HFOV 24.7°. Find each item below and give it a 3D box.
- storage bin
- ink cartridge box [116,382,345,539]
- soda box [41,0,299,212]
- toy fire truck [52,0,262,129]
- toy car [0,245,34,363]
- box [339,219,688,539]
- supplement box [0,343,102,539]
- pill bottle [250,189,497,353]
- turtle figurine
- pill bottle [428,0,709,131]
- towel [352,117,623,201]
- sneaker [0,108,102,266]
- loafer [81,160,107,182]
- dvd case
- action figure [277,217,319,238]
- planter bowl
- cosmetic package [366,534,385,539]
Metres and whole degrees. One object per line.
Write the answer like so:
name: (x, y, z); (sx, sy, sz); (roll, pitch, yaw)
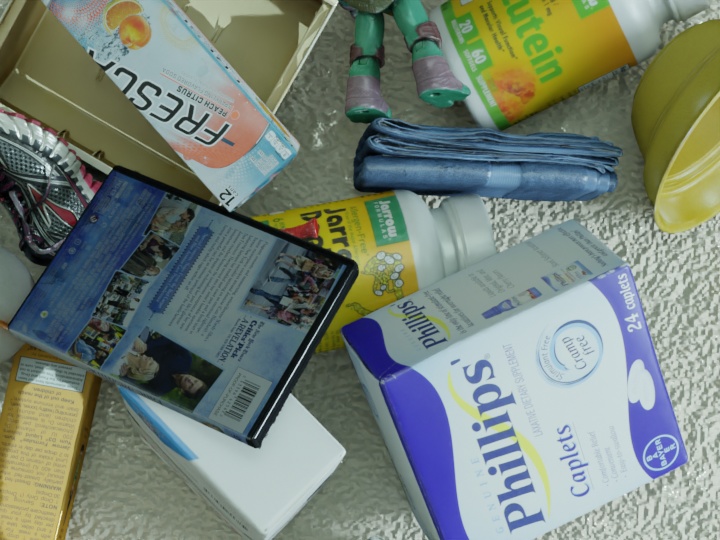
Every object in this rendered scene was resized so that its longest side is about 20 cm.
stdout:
storage bin: (-0.151, -0.160, 1.198); (0.200, 0.094, 0.199); (30, 96, -4)
ink cartridge box: (-0.094, 0.120, 1.189); (0.145, 0.200, 0.084); (45, 77, 6)
soda box: (-0.129, -0.135, 1.119); (0.064, 0.068, 0.200); (-41, 97, 6)
toy fire truck: (-0.145, -0.182, 1.288); (0.200, 0.112, 0.168); (15, 79, -1)
toy car: (-0.298, 0.015, 1.201); (0.200, 0.177, 0.185); (28, 88, 9)
box: (0.114, 0.093, 1.211); (0.200, 0.105, 0.184); (-25, 116, -7)
supplement box: (-0.240, 0.123, 1.247); (0.069, 0.067, 0.200); (9, 78, -1)
pill bottle: (0.000, 0.000, 1.261); (0.200, 0.113, 0.113); (-10, 80, -5)
turtle figurine: (0.024, -0.218, 1.238); (0.101, 0.150, 0.200); (6, 76, -41)
pill bottle: (0.163, -0.197, 1.282); (0.200, 0.111, 0.111); (-26, 81, 11)
towel: (0.095, -0.084, 1.279); (0.200, 0.112, 0.049); (2, 85, -6)
sneaker: (-0.230, -0.049, 1.181); (0.200, 0.081, 0.075); (42, 63, -36)
loafer: (-0.208, -0.077, 1.293); (0.200, 0.075, 0.070); (22, 52, -3)
dvd case: (-0.119, 0.020, 1.102); (0.200, 0.018, 0.143); (22, 68, 21)
action figure: (-0.127, 0.003, 1.174); (0.200, 0.052, 0.066); (-9, 102, 2)
planter bowl: (0.271, -0.132, 1.277); (0.200, 0.200, 0.083); (-41, 64, -10)
cosmetic package: (0.073, 0.288, 1.223); (0.200, 0.085, 0.108); (27, 79, 3)
